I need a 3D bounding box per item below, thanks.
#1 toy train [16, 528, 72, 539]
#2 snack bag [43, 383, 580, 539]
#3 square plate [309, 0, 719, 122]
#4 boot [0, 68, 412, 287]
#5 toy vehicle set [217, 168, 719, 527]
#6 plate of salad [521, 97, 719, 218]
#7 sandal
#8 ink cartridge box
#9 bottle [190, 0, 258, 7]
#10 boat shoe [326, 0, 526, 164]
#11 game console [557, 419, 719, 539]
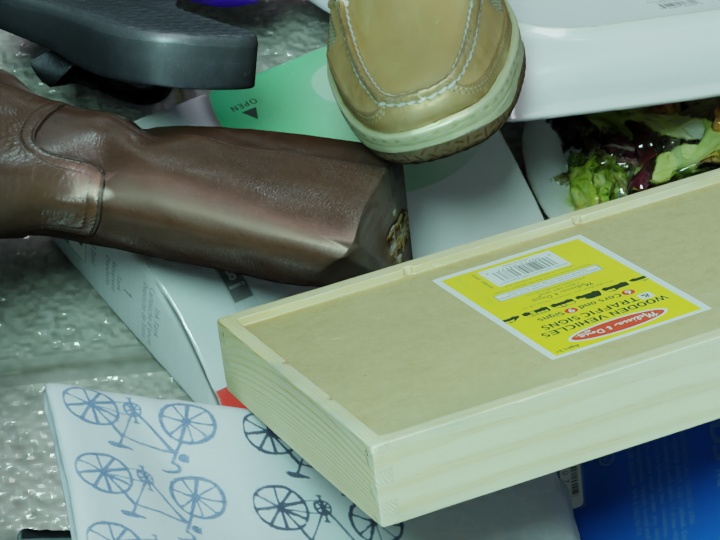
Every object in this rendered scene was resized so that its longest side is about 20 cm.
[{"bbox_3d":[-0.137,0.132,0.817,0.200,0.085,0.114,0,32,-3],"label":"toy train"},{"bbox_3d":[0.001,0.118,0.794,0.188,0.021,0.200,11,39,-22],"label":"snack bag"},{"bbox_3d":[0.091,-0.115,1.075,0.200,0.028,0.198,-10,27,-28],"label":"square plate"},{"bbox_3d":[-0.081,-0.020,0.901,0.200,0.064,0.186,15,24,5],"label":"boot"},{"bbox_3d":[0.069,0.018,0.837,0.200,0.027,0.124,-16,23,-19],"label":"toy vehicle set"},{"bbox_3d":[0.165,-0.050,1.057,0.200,0.048,0.200,3,44,-3],"label":"plate of salad"},{"bbox_3d":[-0.098,-0.082,1.020,0.076,0.043,0.200,1,11,-19],"label":"sandal"},{"bbox_3d":[0.000,0.000,0.989,0.161,0.050,0.200,-24,48,-27],"label":"ink cartridge box"},{"bbox_3d":[-0.113,-0.169,1.120,0.200,0.065,0.084,20,74,35],"label":"bottle"},{"bbox_3d":[0.014,-0.115,0.968,0.072,0.076,0.200,-14,33,4],"label":"boat shoe"},{"bbox_3d":[0.153,0.075,0.930,0.171,0.118,0.200,-19,48,20],"label":"game console"}]
